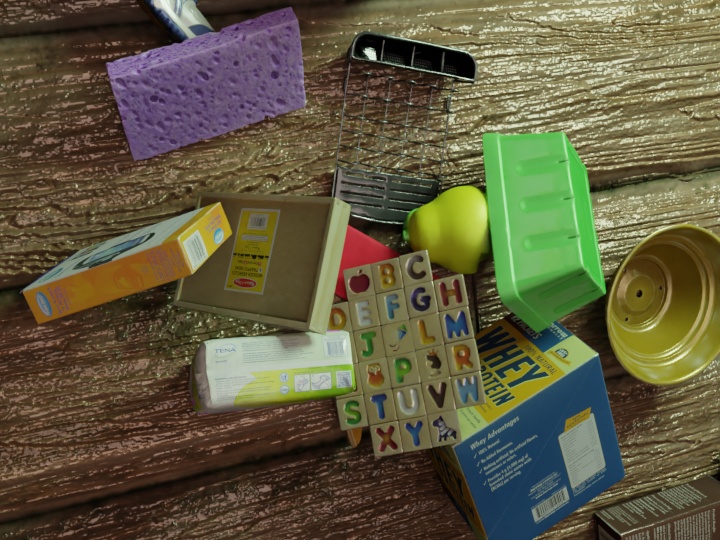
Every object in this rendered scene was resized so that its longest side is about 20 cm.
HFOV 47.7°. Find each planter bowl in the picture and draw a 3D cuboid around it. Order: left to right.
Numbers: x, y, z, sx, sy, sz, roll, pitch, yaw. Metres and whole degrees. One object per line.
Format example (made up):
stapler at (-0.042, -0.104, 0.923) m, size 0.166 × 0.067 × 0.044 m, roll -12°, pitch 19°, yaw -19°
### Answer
planter bowl at (0.380, 0.037, 1.050) m, size 0.195 × 0.083 × 0.206 m, roll -3°, pitch 101°, yaw -17°

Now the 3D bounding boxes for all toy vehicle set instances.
toy vehicle set at (-0.104, -0.013, 0.824) m, size 0.026 × 0.196 × 0.128 m, roll 21°, pitch 79°, yaw -51°

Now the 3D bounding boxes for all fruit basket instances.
fruit basket at (0.156, -0.042, 0.919) m, size 0.218 × 0.214 × 0.155 m, roll -57°, pitch 142°, yaw 0°

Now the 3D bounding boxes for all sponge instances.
sponge at (-0.153, -0.189, 0.836) m, size 0.196 × 0.030 × 0.113 m, roll -21°, pitch 146°, yaw -13°

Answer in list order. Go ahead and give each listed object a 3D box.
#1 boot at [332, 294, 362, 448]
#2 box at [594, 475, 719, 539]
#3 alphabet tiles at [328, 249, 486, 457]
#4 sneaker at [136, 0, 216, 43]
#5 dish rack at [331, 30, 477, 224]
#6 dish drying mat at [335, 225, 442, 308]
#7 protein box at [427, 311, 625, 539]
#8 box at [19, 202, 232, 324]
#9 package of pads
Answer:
boot at (0.028, 0.095, 0.958) m, size 0.140 × 0.071 × 0.207 m, roll -13°, pitch 100°, yaw -14°
box at (0.429, 0.368, 1.136) m, size 0.195 × 0.075 × 0.103 m, roll -11°, pitch 103°, yaw -13°
alphabet tiles at (0.043, 0.089, 0.870) m, size 0.162 × 0.006 × 0.206 m, roll -13°, pitch 81°, yaw 17°
sneaker at (-0.197, -0.306, 0.809) m, size 0.088 × 0.075 × 0.201 m, roll -44°, pitch 112°, yaw -8°
dish rack at (0.043, -0.154, 0.924) m, size 0.149 × 0.054 × 0.206 m, roll 6°, pitch 99°, yaw -17°
dish drying mat at (0.000, 0.000, 0.917) m, size 0.197 × 0.018 × 0.078 m, roll 29°, pitch 78°, yaw 3°
protein box at (0.183, 0.189, 0.967) m, size 0.196 × 0.135 × 0.203 m, roll -29°, pitch 122°, yaw -10°
box at (-0.234, -0.006, 0.802) m, size 0.196 × 0.119 × 0.042 m, roll -19°, pitch 106°, yaw 16°
package of pads at (-0.102, 0.108, 0.852) m, size 0.150 × 0.200 × 0.070 m, roll -3°, pitch 79°, yaw -16°
